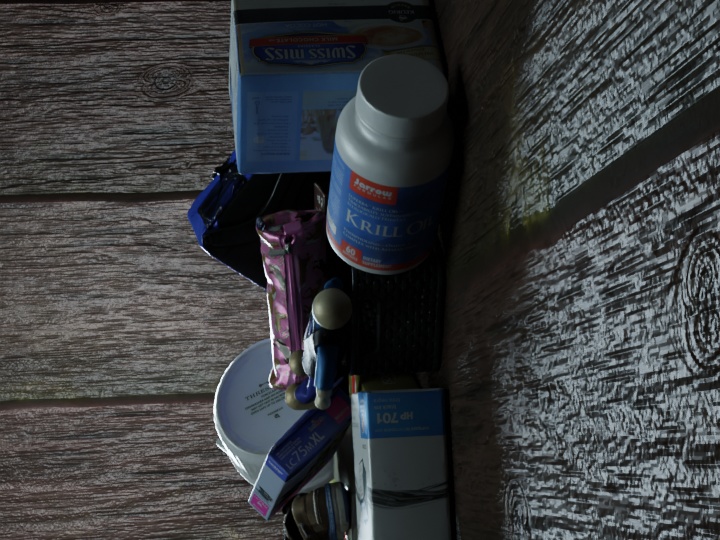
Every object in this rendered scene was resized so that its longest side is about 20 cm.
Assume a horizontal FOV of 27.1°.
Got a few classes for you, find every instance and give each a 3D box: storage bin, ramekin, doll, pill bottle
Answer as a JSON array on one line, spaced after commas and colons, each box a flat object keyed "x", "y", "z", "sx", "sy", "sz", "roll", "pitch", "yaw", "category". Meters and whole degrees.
[{"x": 0.024, "y": 0.004, "z": 1.553, "sx": 0.201, "sy": 0.093, "sz": 0.136, "roll": -101, "pitch": 11, "yaw": -59, "category": "storage bin"}, {"x": -0.097, "y": 0.178, "z": 1.919, "sx": 0.094, "sy": 0.200, "sz": 0.204, "roll": 52, "pitch": -152, "yaw": -59, "category": "ramekin"}, {"x": -0.038, "y": 0.077, "z": 1.510, "sx": 0.200, "sy": 0.048, "sz": 0.138, "roll": 112, "pitch": 165, "yaw": -60, "category": "doll"}, {"x": 0.028, "y": -0.099, "z": 1.387, "sx": 0.201, "sy": 0.111, "sz": 0.113, "roll": 97, "pitch": 169, "yaw": -50, "category": "pill bottle"}]

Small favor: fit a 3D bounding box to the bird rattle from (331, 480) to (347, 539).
[{"x": -0.015, "y": 0.322, "z": 2.013, "sx": 0.163, "sy": 0.112, "sz": 0.202, "roll": 131, "pitch": 136, "yaw": -57, "category": "bird rattle"}]

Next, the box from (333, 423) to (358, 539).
[{"x": 0.015, "y": 0.253, "z": 1.779, "sx": 0.200, "sy": 0.077, "sz": 0.096, "roll": -107, "pitch": 15, "yaw": -66, "category": "box"}]

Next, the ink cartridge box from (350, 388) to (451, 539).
[{"x": 0.041, "y": 0.222, "z": 1.516, "sx": 0.146, "sy": 0.085, "sz": 0.202, "roll": 137, "pitch": 132, "yaw": -82, "category": "ink cartridge box"}]

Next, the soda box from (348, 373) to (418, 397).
[{"x": 0.027, "y": 0.146, "z": 1.700, "sx": 0.200, "sy": 0.063, "sz": 0.068, "roll": -119, "pitch": 27, "yaw": -75, "category": "soda box"}]

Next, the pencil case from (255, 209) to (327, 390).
[{"x": -0.069, "y": 0.034, "z": 1.653, "sx": 0.082, "sy": 0.086, "sz": 0.202, "roll": 15, "pitch": 115, "yaw": 44, "category": "pencil case"}]

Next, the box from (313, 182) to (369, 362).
[{"x": 0.000, "y": 0.000, "z": 1.723, "sx": 0.075, "sy": 0.099, "sz": 0.202, "roll": -127, "pitch": 36, "yaw": -72, "category": "box"}]

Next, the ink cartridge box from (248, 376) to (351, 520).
[{"x": -0.064, "y": 0.206, "z": 1.705, "sx": 0.042, "sy": 0.119, "sz": 0.200, "roll": 42, "pitch": 152, "yaw": 12, "category": "ink cartridge box"}]

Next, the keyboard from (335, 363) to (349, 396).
[{"x": -0.034, "y": 0.108, "z": 1.879, "sx": 0.127, "sy": 0.021, "sz": 0.200, "roll": 47, "pitch": -162, "yaw": -5, "category": "keyboard"}]

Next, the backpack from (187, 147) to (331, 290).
[{"x": -0.097, "y": -0.102, "z": 1.794, "sx": 0.200, "sy": 0.162, "sz": 0.168, "roll": -51, "pitch": 35, "yaw": 13, "category": "backpack"}]

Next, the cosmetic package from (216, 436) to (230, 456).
[{"x": -0.086, "y": 0.191, "z": 2.014, "sx": 0.201, "sy": 0.107, "sz": 0.085, "roll": -55, "pitch": -32, "yaw": -9, "category": "cosmetic package"}]

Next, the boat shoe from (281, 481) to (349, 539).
[{"x": -0.055, "y": 0.290, "z": 1.750, "sx": 0.200, "sy": 0.072, "sz": 0.073, "roll": 98, "pitch": 166, "yaw": -64, "category": "boat shoe"}]

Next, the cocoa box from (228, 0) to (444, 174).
[{"x": -0.027, "y": -0.186, "z": 1.467, "sx": 0.134, "sy": 0.198, "sz": 0.132, "roll": 96, "pitch": 169, "yaw": -47, "category": "cocoa box"}]
